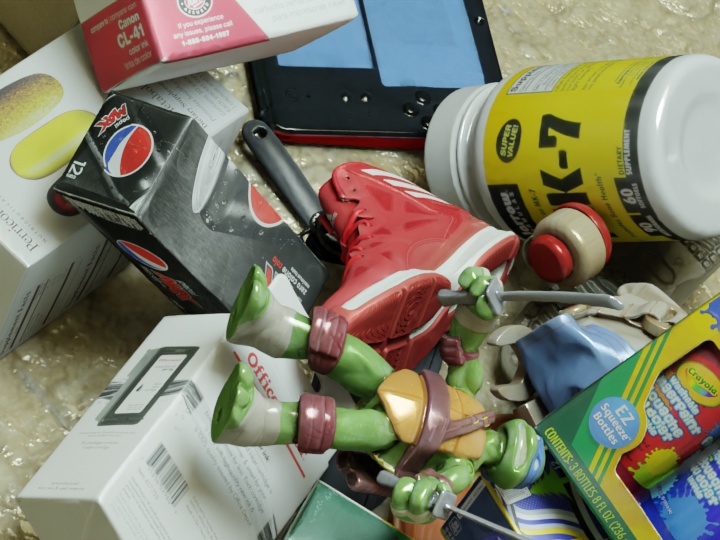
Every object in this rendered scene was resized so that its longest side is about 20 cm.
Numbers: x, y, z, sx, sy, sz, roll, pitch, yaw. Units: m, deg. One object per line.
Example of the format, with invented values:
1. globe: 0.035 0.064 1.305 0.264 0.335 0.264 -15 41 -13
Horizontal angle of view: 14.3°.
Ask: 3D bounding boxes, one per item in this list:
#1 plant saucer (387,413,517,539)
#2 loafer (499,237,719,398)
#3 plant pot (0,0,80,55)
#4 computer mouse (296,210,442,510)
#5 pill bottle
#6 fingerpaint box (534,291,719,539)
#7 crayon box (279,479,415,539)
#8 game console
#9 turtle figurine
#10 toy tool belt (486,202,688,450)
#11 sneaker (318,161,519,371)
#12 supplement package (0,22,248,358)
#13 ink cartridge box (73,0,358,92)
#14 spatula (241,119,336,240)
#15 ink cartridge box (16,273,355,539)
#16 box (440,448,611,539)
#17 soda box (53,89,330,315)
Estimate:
1. plant saucer: 0.109 0.178 1.721 0.199 0.032 0.201 12 51 -15
2. loafer: 0.166 0.020 1.845 0.200 0.068 0.076 -36 83 -23
3. plant pot: -0.154 -0.242 1.823 0.199 0.200 0.178 -13 73 -31
4. computer mouse: -0.014 0.044 1.740 0.140 0.046 0.200 24 58 9
5. pill bottle: 0.144 -0.074 1.807 0.114 0.200 0.115 1 88 -45
6. fingerpaint box: 0.224 0.120 1.619 0.200 0.167 0.073 55 9 4
7. crayon box: 0.031 0.215 1.594 0.200 0.126 0.052 31 49 0
8. game console: 0.003 -0.166 1.934 0.176 0.031 0.201 4 53 -23
9. turtle figurine: 0.029 0.059 1.538 0.193 0.200 0.145 16 89 -13
10. toy tool belt: 0.140 0.065 1.714 0.123 0.125 0.200 -30 85 -37
11. sneaker: 0.000 0.000 1.705 0.115 0.079 0.200 31 26 21
12. supplement package: -0.182 -0.054 1.711 0.114 0.110 0.200 42 50 10
13. ink cartridge box: -0.105 -0.220 1.696 0.147 0.086 0.201 -17 90 -32
14. spatula: -0.015 -0.020 1.820 0.056 0.021 0.200 -30 69 -26
15. ink cartridge box: -0.093 0.105 1.619 0.200 0.068 0.116 -52 126 -39
16. box: 0.129 0.204 1.643 0.064 0.070 0.200 -15 63 -34
17. soda box: -0.094 -0.023 1.665 0.063 0.200 0.071 20 74 32
